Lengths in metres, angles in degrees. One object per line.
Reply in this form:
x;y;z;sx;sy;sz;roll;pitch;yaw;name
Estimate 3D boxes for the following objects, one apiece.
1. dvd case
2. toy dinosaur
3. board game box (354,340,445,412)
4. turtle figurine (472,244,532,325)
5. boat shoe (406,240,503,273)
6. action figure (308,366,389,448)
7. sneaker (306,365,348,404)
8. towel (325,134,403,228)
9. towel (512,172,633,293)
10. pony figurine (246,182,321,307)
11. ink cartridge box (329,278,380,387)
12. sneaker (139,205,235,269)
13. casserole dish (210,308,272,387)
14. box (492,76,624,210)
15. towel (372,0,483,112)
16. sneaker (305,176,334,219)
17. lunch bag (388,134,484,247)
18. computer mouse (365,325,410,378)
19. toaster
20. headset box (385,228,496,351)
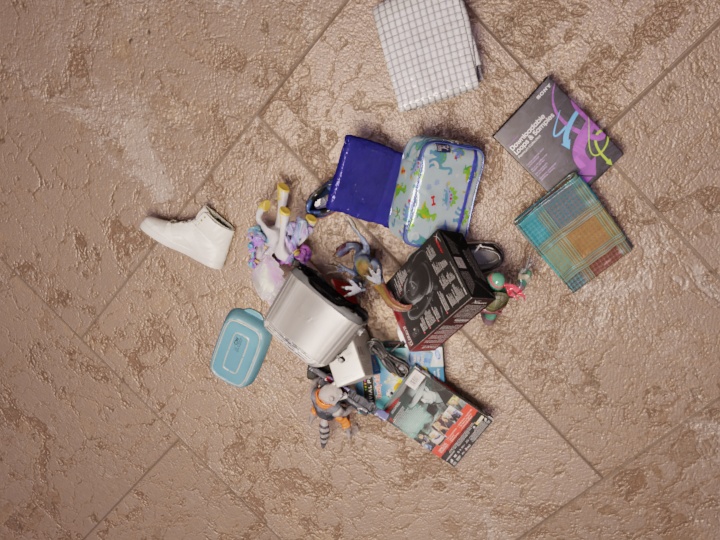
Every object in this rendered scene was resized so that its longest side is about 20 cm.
0.158;0.308;1.153;0.198;0.022;0.147;33;110;-1;dvd case
0.000;0.000;1.078;0.105;0.182;0.201;-39;101;12;toy dinosaur
0.086;0.232;1.183;0.195;0.047;0.154;-3;103;12;board game box
0.240;0.038;1.034;0.147;0.102;0.201;15;145;2;turtle figurine
0.187;-0.018;1.093;0.195;0.060;0.076;-2;103;12;boat shoe
-0.045;0.301;1.146;0.197;0.105;0.196;25;145;22;action figure
-0.059;0.191;1.198;0.102;0.060;0.204;14;112;10;sneaker
0.039;-0.165;1.055;0.196;0.050;0.150;13;103;-23;towel
0.406;-0.067;1.035;0.146;0.022;0.200;-40;107;18;towel
-0.159;-0.043;1.115;0.193;0.165;0.202;47;130;24;pony figurine
-0.033;0.127;1.115;0.066;0.116;0.204;-23;77;14;ink cartridge box
-0.370;-0.098;1.185;0.197;0.074;0.117;25;106;-6;sneaker
-0.279;0.183;1.250;0.119;0.039;0.203;25;106;4;casserole dish
0.365;-0.235;1.016;0.200;0.036;0.143;43;108;-1;box
0.125;-0.408;0.999;0.162;0.086;0.204;-16;99;13;towel
-0.032;-0.163;1.092;0.199;0.079;0.076;-37;95;17;sneaker
0.146;-0.147;1.028;0.158;0.082;0.204;2;110;-31;lunch bag
0.114;0.121;1.111;0.200;0.044;0.110;-43;96;-8;computer mouse
-0.091;0.084;1.015;0.199;0.114;0.130;37;97;11;toaster
0.135;0.047;1.022;0.200;0.076;0.151;-49;51;37;headset box
